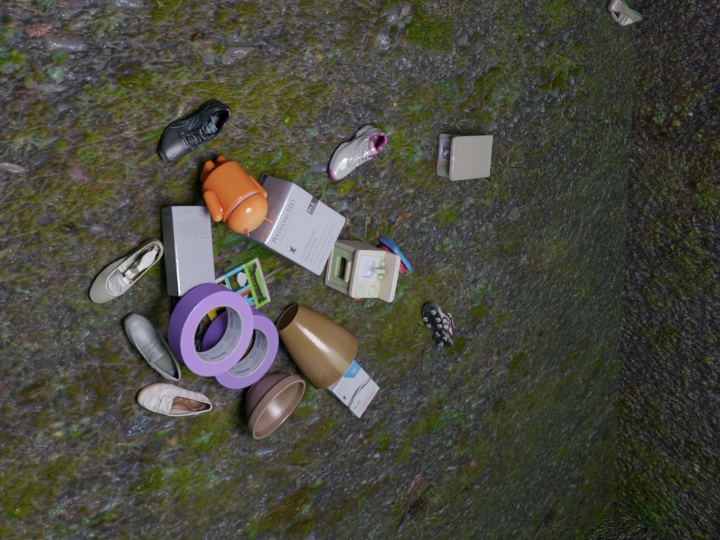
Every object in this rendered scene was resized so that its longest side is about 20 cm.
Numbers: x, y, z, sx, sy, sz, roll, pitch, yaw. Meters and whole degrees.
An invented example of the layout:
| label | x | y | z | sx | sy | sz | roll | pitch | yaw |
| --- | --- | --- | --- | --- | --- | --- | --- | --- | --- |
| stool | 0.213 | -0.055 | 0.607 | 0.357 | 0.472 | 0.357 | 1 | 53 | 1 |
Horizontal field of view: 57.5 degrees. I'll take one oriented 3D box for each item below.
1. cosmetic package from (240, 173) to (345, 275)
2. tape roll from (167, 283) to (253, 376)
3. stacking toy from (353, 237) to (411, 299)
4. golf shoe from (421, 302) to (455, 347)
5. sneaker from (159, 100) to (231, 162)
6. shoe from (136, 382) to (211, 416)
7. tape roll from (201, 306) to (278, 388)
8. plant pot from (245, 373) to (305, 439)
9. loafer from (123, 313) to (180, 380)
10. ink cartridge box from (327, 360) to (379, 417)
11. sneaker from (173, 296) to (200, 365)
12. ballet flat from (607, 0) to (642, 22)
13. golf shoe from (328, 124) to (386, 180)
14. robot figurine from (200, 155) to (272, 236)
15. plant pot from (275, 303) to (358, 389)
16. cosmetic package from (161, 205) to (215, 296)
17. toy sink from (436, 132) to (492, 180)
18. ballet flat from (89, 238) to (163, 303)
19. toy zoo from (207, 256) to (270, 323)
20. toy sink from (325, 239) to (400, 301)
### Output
| label | x | y | z | sx | sy | sz | roll | pitch | yaw |
| --- | --- | --- | --- | --- | --- | --- | --- | --- | --- |
| cosmetic package | -0.178 | -0.117 | 1.677 | 0.198 | 0.163 | 0.169 | 29 | 85 | -41 |
| tape roll | -0.346 | 0.137 | 1.524 | 0.197 | 0.065 | 0.207 | -21 | 119 | -41 |
| stacking toy | 0.050 | 0.014 | 1.967 | 0.200 | 0.116 | 0.110 | -47 | 125 | -5 |
| golf shoe | 0.267 | 0.169 | 2.218 | 0.089 | 0.075 | 0.203 | -60 | 136 | -35 |
| sneaker | -0.377 | -0.322 | 1.505 | 0.200 | 0.078 | 0.076 | -47 | 128 | -18 |
| shoe | -0.461 | 0.326 | 1.643 | 0.197 | 0.053 | 0.072 | 17 | 92 | -42 |
| tape roll | -0.310 | 0.199 | 1.700 | 0.197 | 0.065 | 0.206 | -22 | 124 | -36 |
| plant pot | -0.247 | 0.348 | 1.782 | 0.200 | 0.092 | 0.203 | -43 | 159 | -21 |
| loafer | -0.490 | 0.185 | 1.565 | 0.070 | 0.069 | 0.202 | -44 | 127 | -20 |
| ink cartridge box | -0.019 | 0.366 | 2.024 | 0.117 | 0.066 | 0.201 | -52 | 129 | -16 |
| sneaker | -0.410 | 0.127 | 1.580 | 0.071 | 0.112 | 0.207 | -1 | 105 | -21 |
| ballet flat | 1.003 | -0.979 | 2.504 | 0.196 | 0.068 | 0.069 | 14 | 114 | -36 |
| golf shoe | -0.007 | -0.325 | 1.812 | 0.201 | 0.090 | 0.076 | -49 | 130 | -16 |
| robot figurine | -0.297 | -0.172 | 1.546 | 0.116 | 0.201 | 0.144 | -42 | 171 | 8 |
| plant pot | -0.135 | 0.192 | 1.815 | 0.200 | 0.185 | 0.188 | 44 | 74 | -25 |
| cosmetic package | -0.403 | -0.047 | 1.537 | 0.099 | 0.073 | 0.208 | -4 | 92 | -39 |
| toy sink | 0.311 | -0.360 | 2.059 | 0.196 | 0.110 | 0.135 | -14 | 112 | -42 |
| ballet flat | -0.524 | 0.002 | 1.485 | 0.200 | 0.069 | 0.070 | -46 | 127 | -20 |
| toy zoo | -0.333 | 0.066 | 1.697 | 0.197 | 0.020 | 0.135 | -31 | 121 | -29 |
| toy sink | 0.000 | 0.000 | 1.832 | 0.110 | 0.198 | 0.135 | 1 | 104 | -39 |
